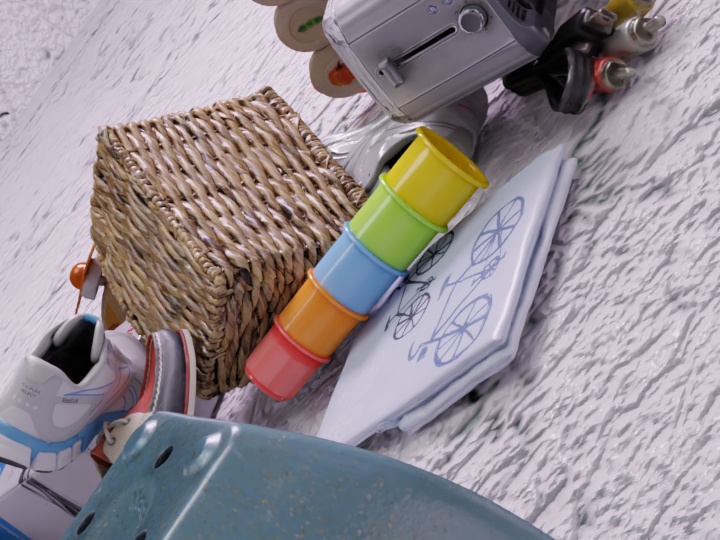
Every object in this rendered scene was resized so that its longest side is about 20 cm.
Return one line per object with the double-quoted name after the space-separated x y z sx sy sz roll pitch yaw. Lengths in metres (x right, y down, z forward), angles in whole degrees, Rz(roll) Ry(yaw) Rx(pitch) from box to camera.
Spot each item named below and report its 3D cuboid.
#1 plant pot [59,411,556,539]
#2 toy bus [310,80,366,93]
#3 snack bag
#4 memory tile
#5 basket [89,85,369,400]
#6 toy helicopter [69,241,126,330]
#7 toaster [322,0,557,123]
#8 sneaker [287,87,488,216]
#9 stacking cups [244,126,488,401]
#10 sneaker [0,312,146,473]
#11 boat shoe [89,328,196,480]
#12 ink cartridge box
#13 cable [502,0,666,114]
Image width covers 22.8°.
-0.027 0.160 0.725 0.196 0.200 0.196 -55 19 -16 "plant pot"
0.020 -0.215 1.499 0.192 0.136 0.200 -56 16 26 "toy bus"
0.047 0.031 1.096 0.200 0.021 0.189 -39 20 40 "snack bag"
0.024 -0.219 1.292 0.200 0.153 0.017 -30 36 10 "memory tile"
-0.088 -0.014 1.281 0.200 0.149 0.143 49 143 37 "basket"
-0.205 0.048 1.478 0.200 0.132 0.079 -44 19 18 "toy helicopter"
0.056 -0.188 1.211 0.129 0.114 0.200 -30 22 24 "toaster"
0.007 -0.062 1.291 0.200 0.078 0.099 -41 23 28 "sneaker"
0.000 0.000 1.170 0.200 0.060 0.061 -51 17 16 "stacking cups"
-0.182 0.065 1.204 0.200 0.075 0.087 -49 -19 -71 "sneaker"
-0.147 0.131 1.169 0.071 0.062 0.200 127 150 -70 "boat shoe"
-0.204 0.131 1.387 0.200 0.086 0.147 -34 24 37 "ink cartridge box"
0.142 -0.132 1.197 0.200 0.050 0.097 148 144 -74 "cable"
